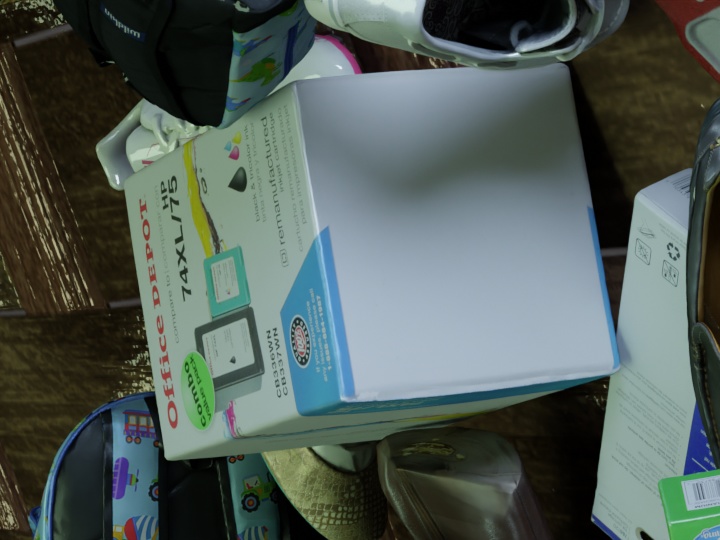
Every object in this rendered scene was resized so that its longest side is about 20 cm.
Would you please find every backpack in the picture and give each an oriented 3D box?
[{"bbox_3d":[-0.107,0.158,1.698,0.135,0.182,0.200,-151,57,-70],"label":"backpack"},{"bbox_3d":[-0.074,-0.140,1.267,0.163,0.154,0.200,37,153,13],"label":"backpack"}]

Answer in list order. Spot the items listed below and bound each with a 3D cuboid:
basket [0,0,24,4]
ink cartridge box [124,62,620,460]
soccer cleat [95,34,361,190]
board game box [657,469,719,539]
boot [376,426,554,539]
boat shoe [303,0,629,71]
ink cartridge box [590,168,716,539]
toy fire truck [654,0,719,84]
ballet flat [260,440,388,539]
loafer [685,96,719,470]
[{"bbox_3d":[-0.173,-0.209,1.496,0.149,0.200,0.143,-2,111,56],"label":"basket"},{"bbox_3d":[0.000,0.000,1.395,0.200,0.146,0.147,-24,74,61],"label":"ink cartridge box"},{"bbox_3d":[-0.069,-0.071,1.545,0.200,0.086,0.070,-14,99,60],"label":"soccer cleat"},{"bbox_3d":[0.212,0.167,1.211,0.040,0.153,0.200,-89,-12,-67],"label":"board game box"},{"bbox_3d":[0.042,0.141,1.483,0.186,0.064,0.200,7,143,42],"label":"boot"},{"bbox_3d":[0.061,-0.112,1.212,0.069,0.200,0.072,29,101,33],"label":"boat shoe"},{"bbox_3d":[0.156,0.061,1.330,0.099,0.039,0.200,41,141,35],"label":"ink cartridge box"},{"bbox_3d":[0.151,-0.150,1.131,0.168,0.112,0.200,44,154,-12],"label":"toy fire truck"},{"bbox_3d":[-0.034,0.056,1.610,0.065,0.071,0.200,-35,84,46],"label":"ballet flat"},{"bbox_3d":[0.160,0.028,1.201,0.073,0.072,0.200,-2,111,23],"label":"loafer"}]
